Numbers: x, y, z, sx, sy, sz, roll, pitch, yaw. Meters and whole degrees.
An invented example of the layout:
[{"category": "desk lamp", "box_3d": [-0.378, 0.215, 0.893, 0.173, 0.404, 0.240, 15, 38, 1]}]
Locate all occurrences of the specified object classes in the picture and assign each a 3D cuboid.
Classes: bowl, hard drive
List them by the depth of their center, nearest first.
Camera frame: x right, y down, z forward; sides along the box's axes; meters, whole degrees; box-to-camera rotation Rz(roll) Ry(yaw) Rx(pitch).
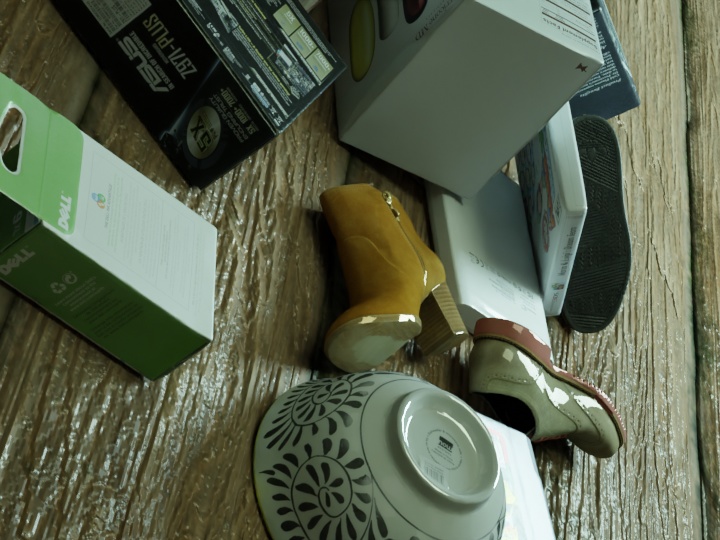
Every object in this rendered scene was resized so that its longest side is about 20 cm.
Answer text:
[{"category": "bowl", "box_3d": [0.033, 0.140, 1.330, 0.199, 0.094, 0.202, 24, 44, -26]}, {"category": "hard drive", "box_3d": [0.110, -0.020, 1.719, 0.132, 0.027, 0.201, 32, 38, -39]}]

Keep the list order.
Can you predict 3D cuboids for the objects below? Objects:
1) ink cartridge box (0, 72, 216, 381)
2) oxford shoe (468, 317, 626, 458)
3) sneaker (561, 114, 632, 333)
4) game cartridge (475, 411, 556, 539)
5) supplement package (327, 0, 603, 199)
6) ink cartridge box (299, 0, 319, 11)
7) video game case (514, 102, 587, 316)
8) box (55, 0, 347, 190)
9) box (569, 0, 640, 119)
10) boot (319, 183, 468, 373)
[{"category": "ink cartridge box", "box_3d": [-0.181, -0.028, 1.237, 0.200, 0.059, 0.104, 37, 34, -33]}, {"category": "oxford shoe", "box_3d": [0.151, 0.118, 1.630, 0.200, 0.070, 0.075, 38, 61, -34]}, {"category": "sneaker", "box_3d": [0.206, -0.044, 1.843, 0.121, 0.083, 0.202, -158, -111, -86]}, {"category": "game cartridge", "box_3d": [0.080, 0.167, 1.482, 0.199, 0.041, 0.134, 25, 46, -45]}, {"category": "supplement package", "box_3d": [0.083, -0.213, 1.670, 0.146, 0.191, 0.201, 22, 41, -28]}, {"category": "ink cartridge box", "box_3d": [-0.018, -0.304, 1.603, 0.083, 0.200, 0.147, 43, 30, -3]}, {"category": "video game case", "box_3d": [0.166, -0.090, 1.738, 0.183, 0.023, 0.202, 95, -10, -60]}, {"category": "box", "box_3d": [-0.122, -0.187, 1.456, 0.201, 0.086, 0.164, 53, 29, -9]}, {"category": "box", "box_3d": [0.173, -0.263, 1.899, 0.197, 0.123, 0.202, 53, 19, -61]}, {"category": "boot", "box_3d": [0.001, 0.000, 1.500, 0.201, 0.071, 0.145, 1, 55, -61]}]
